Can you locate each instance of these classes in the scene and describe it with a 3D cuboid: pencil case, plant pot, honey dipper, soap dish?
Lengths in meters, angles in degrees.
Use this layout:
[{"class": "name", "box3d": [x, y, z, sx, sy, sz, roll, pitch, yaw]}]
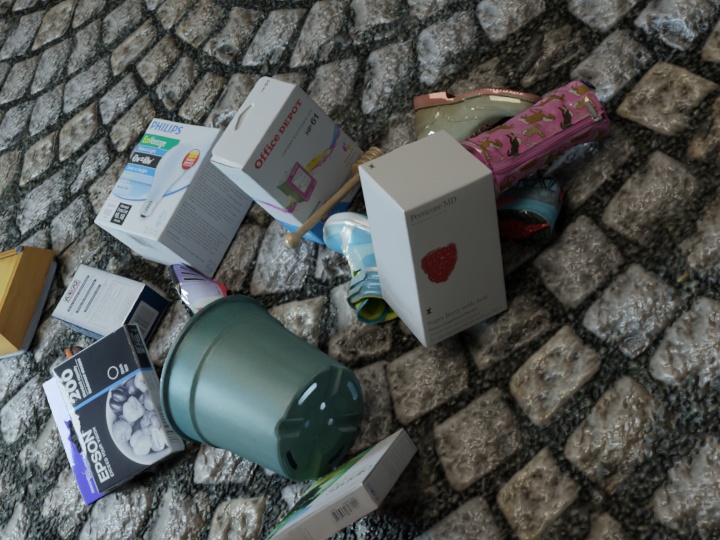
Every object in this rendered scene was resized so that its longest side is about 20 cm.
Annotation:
[{"class": "pencil case", "box3d": [0.207, -0.156, 1.415, 0.198, 0.087, 0.083, -29, 69, -20]}, {"class": "plant pot", "box3d": [-0.114, 0.156, 1.458, 0.194, 0.200, 0.202, 22, 76, 40]}, {"class": "honey dipper", "box3d": [-0.035, -0.097, 1.633, 0.038, 0.038, 0.200, 17, 55, 46]}, {"class": "soap dish", "box3d": [-0.629, 0.056, 2.060, 0.155, 0.081, 0.203, -12, 53, 35]}]

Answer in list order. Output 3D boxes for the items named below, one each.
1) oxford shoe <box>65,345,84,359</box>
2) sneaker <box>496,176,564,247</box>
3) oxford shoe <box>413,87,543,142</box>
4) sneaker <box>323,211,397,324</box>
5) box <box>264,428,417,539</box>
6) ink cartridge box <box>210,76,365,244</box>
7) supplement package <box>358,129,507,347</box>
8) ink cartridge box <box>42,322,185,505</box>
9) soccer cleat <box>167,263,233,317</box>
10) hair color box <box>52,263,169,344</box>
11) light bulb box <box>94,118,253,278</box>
[{"class": "oxford shoe", "box3d": [-0.382, 0.157, 1.790, 0.072, 0.072, 0.199, -43, 45, -19]}, {"class": "sneaker", "box3d": [0.171, -0.086, 1.475, 0.198, 0.080, 0.096, 11, 54, 39]}, {"class": "oxford shoe", "box3d": [0.159, -0.203, 1.577, 0.198, 0.070, 0.075, 0, 86, 41]}, {"class": "sneaker", "box3d": [0.000, 0.000, 1.546, 0.198, 0.079, 0.132, 13, 69, 47]}, {"class": "box", "box3d": [-0.020, 0.252, 1.316, 0.143, 0.200, 0.037, -34, 88, 17]}, {"class": "ink cartridge box", "box3d": [-0.094, -0.154, 1.648, 0.084, 0.200, 0.146, 21, 75, 47]}, {"class": "supplement package", "box3d": [0.087, -0.037, 1.380, 0.120, 0.202, 0.120, -24, 39, -15]}, {"class": "ink cartridge box", "box3d": [-0.368, 0.209, 1.681, 0.198, 0.043, 0.201, -31, 75, 21]}, {"class": "soccer cleat", "box3d": [-0.226, 0.041, 1.735, 0.073, 0.069, 0.200, -34, 40, -9]}, {"class": "hair color box", "box3d": [-0.401, 0.061, 1.869, 0.198, 0.060, 0.101, 14, 70, 46]}, {"class": "light bulb box", "box3d": [-0.282, -0.117, 1.846, 0.197, 0.125, 0.202, 14, 71, 46]}]
